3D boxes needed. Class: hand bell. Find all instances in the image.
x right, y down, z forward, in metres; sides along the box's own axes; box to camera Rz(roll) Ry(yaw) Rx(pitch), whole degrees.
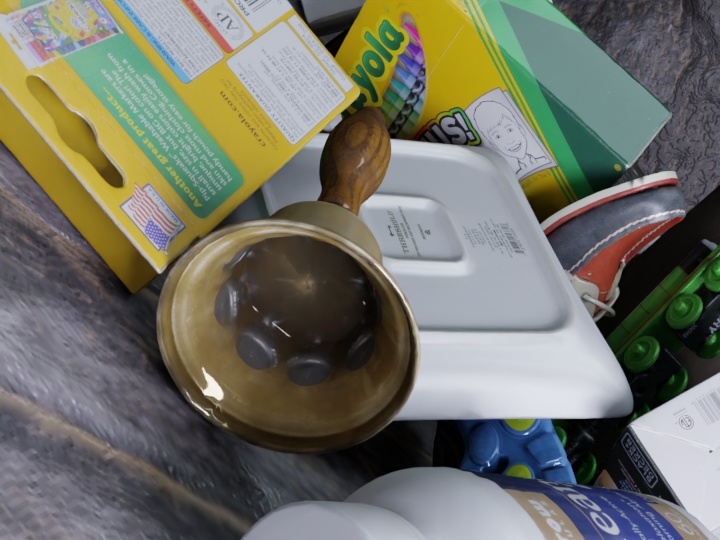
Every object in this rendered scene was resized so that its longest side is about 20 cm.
[{"bbox_3d":[-0.013,-0.022,0.636,0.104,0.104,0.201,47,27,-17],"label":"hand bell"}]

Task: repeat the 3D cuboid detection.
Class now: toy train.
[{"bbox_3d":[0.142,0.060,0.802,0.042,0.200,0.056,41,6,-30],"label":"toy train"}]

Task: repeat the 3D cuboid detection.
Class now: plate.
[{"bbox_3d":[0.020,-0.009,0.714,0.198,0.033,0.200,3,41,-23],"label":"plate"}]

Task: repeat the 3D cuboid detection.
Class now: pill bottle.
[{"bbox_3d":[0.046,0.128,0.512,0.199,0.111,0.112,15,39,-47],"label":"pill bottle"}]

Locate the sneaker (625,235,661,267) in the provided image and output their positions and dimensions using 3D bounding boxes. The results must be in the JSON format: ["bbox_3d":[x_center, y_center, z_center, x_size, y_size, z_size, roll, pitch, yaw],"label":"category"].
[{"bbox_3d":[0.174,-0.005,0.991,0.199,0.075,0.089,18,36,-50],"label":"sneaker"}]

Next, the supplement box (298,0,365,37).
[{"bbox_3d":[-0.005,-0.232,1.046,0.200,0.102,0.102,-101,176,-83],"label":"supplement box"}]

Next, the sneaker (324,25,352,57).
[{"bbox_3d":[0.043,-0.115,1.105,0.200,0.075,0.071,35,23,-44],"label":"sneaker"}]

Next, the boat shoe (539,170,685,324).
[{"bbox_3d":[0.112,0.013,0.824,0.071,0.200,0.063,-1,61,-44],"label":"boat shoe"}]

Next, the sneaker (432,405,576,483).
[{"bbox_3d":[0.069,0.109,0.696,0.201,0.070,0.083,-90,171,-48],"label":"sneaker"}]

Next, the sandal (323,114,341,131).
[{"bbox_3d":[-0.065,-0.121,0.815,0.079,0.059,0.207,58,1,-31],"label":"sandal"}]

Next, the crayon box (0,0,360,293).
[{"bbox_3d":[-0.092,-0.078,0.630,0.126,0.051,0.200,50,35,-6],"label":"crayon box"}]

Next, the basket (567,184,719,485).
[{"bbox_3d":[0.190,0.061,0.896,0.180,0.199,0.137,38,18,-55],"label":"basket"}]

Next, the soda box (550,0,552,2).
[{"bbox_3d":[0.101,-0.153,0.990,0.068,0.063,0.202,-108,-178,-76],"label":"soda box"}]

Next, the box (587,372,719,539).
[{"bbox_3d":[0.173,0.114,0.746,0.060,0.116,0.200,58,-19,21],"label":"box"}]

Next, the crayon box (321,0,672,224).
[{"bbox_3d":[0.063,-0.086,0.869,0.172,0.200,0.058,42,58,3],"label":"crayon box"}]

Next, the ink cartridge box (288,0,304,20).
[{"bbox_3d":[-0.093,-0.177,0.911,0.160,0.047,0.201,42,17,-35],"label":"ink cartridge box"}]
